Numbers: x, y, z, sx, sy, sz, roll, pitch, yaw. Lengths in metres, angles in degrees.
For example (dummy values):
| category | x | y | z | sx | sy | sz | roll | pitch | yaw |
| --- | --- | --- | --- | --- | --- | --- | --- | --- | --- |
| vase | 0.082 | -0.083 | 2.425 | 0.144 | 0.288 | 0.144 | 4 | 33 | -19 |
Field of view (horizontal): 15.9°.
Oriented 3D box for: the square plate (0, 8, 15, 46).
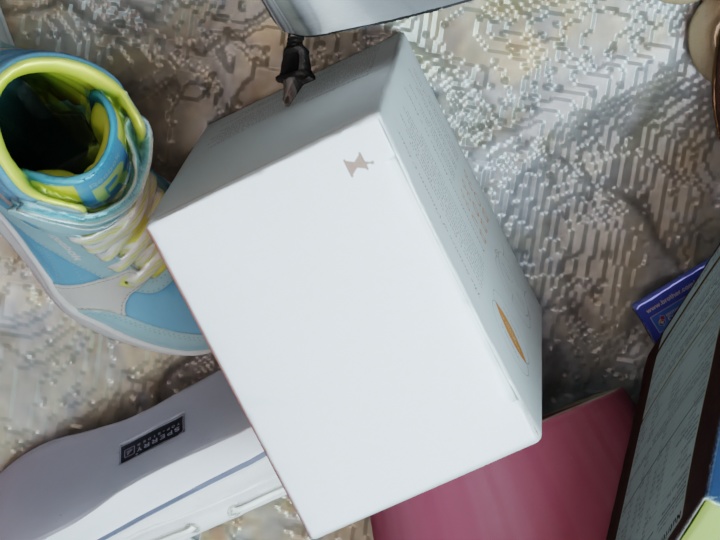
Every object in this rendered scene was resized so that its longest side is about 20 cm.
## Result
| category | x | y | z | sx | sy | sz | roll | pitch | yaw |
| --- | --- | --- | --- | --- | --- | --- | --- | --- | --- |
| square plate | -0.249 | -0.102 | 1.147 | 0.198 | 0.028 | 0.200 | -23 | 104 | -22 |

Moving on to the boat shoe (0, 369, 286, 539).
| category | x | y | z | sx | sy | sz | roll | pitch | yaw |
| --- | --- | --- | --- | --- | --- | --- | --- | --- | --- |
| boat shoe | -0.099 | 0.108 | 1.219 | 0.200 | 0.074 | 0.065 | -22 | 126 | 22 |

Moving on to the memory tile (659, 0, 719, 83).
| category | x | y | z | sx | sy | sz | roll | pitch | yaw |
| --- | --- | --- | --- | --- | --- | --- | --- | --- | --- |
| memory tile | 0.203 | -0.186 | 1.147 | 0.200 | 0.017 | 0.153 | -34 | 99 | 12 |

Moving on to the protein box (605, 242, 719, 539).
| category | x | y | z | sx | sy | sz | roll | pitch | yaw |
| --- | --- | --- | --- | --- | --- | --- | --- | --- | --- |
| protein box | 0.215 | 0.099 | 1.050 | 0.198 | 0.200 | 0.135 | 23 | 134 | -3 |

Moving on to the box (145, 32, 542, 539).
| category | x | y | z | sx | sy | sz | roll | pitch | yaw |
| --- | --- | --- | --- | --- | --- | --- | --- | --- | --- |
| box | 0.000 | 0.000 | 1.116 | 0.106 | 0.200 | 0.152 | -25 | 101 | 10 |

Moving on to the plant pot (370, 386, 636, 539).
| category | x | y | z | sx | sy | sz | roll | pitch | yaw |
| --- | --- | --- | --- | --- | --- | --- | --- | --- | --- |
| plant pot | 0.093 | 0.158 | 1.165 | 0.200 | 0.200 | 0.179 | -22 | 87 | 10 |

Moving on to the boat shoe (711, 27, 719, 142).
| category | x | y | z | sx | sy | sz | roll | pitch | yaw |
| --- | --- | --- | --- | --- | --- | --- | --- | --- | --- |
| boat shoe | 0.201 | -0.127 | 1.119 | 0.070 | 0.070 | 0.200 | 14 | 107 | 0 |

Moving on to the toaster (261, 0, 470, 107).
| category | x | y | z | sx | sy | sz | roll | pitch | yaw |
| --- | --- | --- | --- | --- | --- | --- | --- | --- | --- |
| toaster | 0.019 | -0.199 | 1.070 | 0.181 | 0.119 | 0.200 | -16 | 74 | 9 |

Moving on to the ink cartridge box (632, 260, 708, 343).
| category | x | y | z | sx | sy | sz | roll | pitch | yaw |
| --- | --- | --- | --- | --- | --- | --- | --- | --- | --- |
| ink cartridge box | 0.226 | 0.073 | 1.194 | 0.119 | 0.042 | 0.200 | -31 | 99 | 11 |

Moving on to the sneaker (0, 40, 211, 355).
| category | x | y | z | sx | sy | sz | roll | pitch | yaw |
| --- | --- | --- | --- | --- | --- | --- | --- | --- | --- |
| sneaker | -0.109 | -0.024 | 1.135 | 0.200 | 0.131 | 0.080 | 40 | 78 | -24 |
